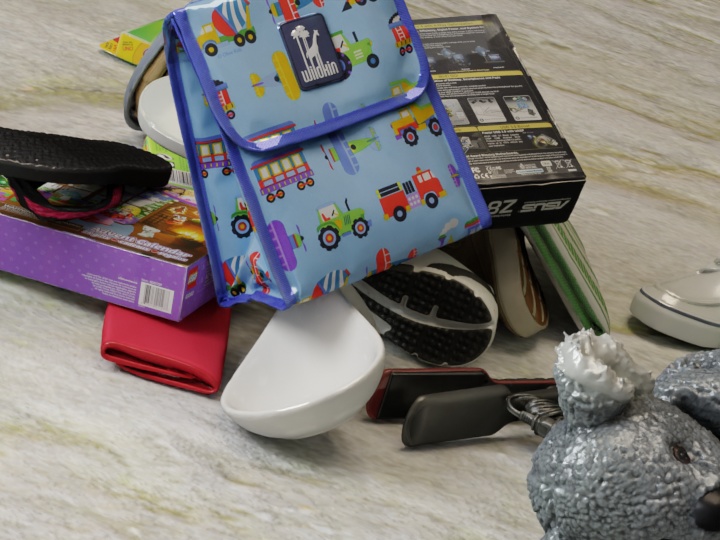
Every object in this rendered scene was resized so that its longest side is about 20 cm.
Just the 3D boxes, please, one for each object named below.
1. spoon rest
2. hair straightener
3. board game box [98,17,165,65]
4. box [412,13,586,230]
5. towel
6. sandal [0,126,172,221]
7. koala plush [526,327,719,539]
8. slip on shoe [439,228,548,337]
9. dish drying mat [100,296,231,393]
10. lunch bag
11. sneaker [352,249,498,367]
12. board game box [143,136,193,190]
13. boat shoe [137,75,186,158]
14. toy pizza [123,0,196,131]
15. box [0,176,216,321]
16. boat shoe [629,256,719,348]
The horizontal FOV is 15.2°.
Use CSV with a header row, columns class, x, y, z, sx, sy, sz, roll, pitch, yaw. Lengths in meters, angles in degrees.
class,x,y,z,sx,sy,sz,roll,pitch,yaw
spoon rest,-0.027,0.047,1.591,0.099,0.061,0.200,-16,12,11
hair straightener,0.100,0.093,1.647,0.200,0.041,0.077,7,22,-40
board game box,-0.103,-0.158,2.156,0.200,0.030,0.096,21,19,15
box,0.026,-0.094,1.761,0.200,0.049,0.161,-7,52,-25
towel,0.128,-0.037,1.908,0.153,0.023,0.200,57,8,-19
sandal,-0.177,-0.054,1.643,0.075,0.045,0.200,25,9,21
koala plush,0.168,0.115,1.460,0.200,0.178,0.184,1,14,-39
slip on shoe,0.085,-0.008,1.869,0.060,0.076,0.200,-21,29,6
dish drying mat,-0.117,0.024,1.661,0.077,0.018,0.200,15,19,-6
lunch bag,-0.031,-0.095,1.604,0.150,0.200,0.094,-22,11,-27
sneaker,0.000,0.000,1.763,0.200,0.074,0.080,29,16,7
board game box,-0.052,-0.045,1.870,0.200,0.030,0.096,11,21,-11
boat shoe,-0.054,-0.075,1.799,0.200,0.064,0.071,14,53,-8
toy pizza,-0.089,-0.166,1.957,0.032,0.200,0.200,48,27,11
box,-0.173,-0.029,1.683,0.200,0.039,0.137,16,20,16
boat shoe,0.275,0.012,1.962,0.200,0.065,0.074,-3,28,-45
